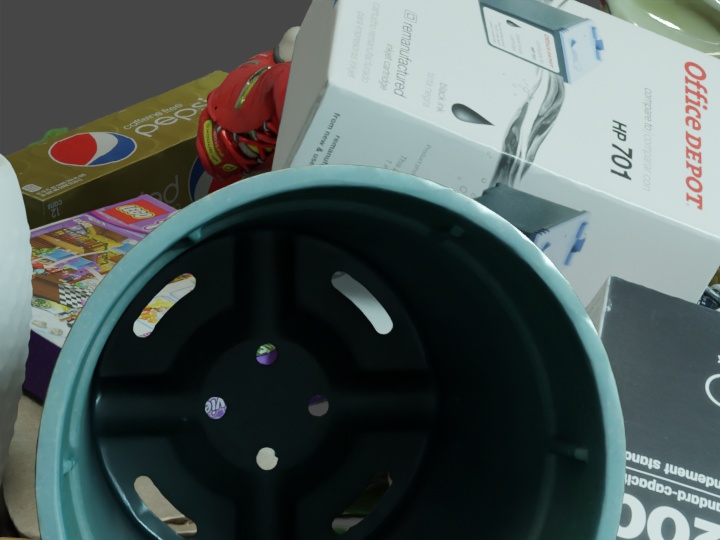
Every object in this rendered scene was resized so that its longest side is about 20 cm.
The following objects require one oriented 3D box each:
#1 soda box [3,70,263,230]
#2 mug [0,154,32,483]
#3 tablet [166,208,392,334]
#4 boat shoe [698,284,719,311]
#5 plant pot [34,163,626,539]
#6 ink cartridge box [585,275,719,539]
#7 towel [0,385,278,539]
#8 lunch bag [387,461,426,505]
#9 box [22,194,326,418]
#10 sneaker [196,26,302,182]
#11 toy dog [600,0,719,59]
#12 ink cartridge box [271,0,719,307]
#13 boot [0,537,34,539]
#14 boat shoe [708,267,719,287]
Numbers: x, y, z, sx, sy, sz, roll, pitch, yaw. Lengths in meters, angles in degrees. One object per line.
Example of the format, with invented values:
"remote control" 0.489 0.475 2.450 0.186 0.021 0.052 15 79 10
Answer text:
"soda box" -0.125 -0.051 1.419 0.067 0.065 0.199 19 32 38
"mug" -0.209 0.033 1.054 0.146 0.177 0.200 13 10 -14
"tablet" 0.000 0.000 1.196 0.129 0.014 0.200 -12 27 -23
"boat shoe" 0.159 0.038 1.201 0.198 0.068 0.072 6 26 17
"plant pot" -0.023 0.060 0.920 0.198 0.202 0.196 -6 4 -8
"ink cartridge box" 0.165 0.110 0.934 0.197 0.044 0.201 18 47 -4
"towel" -0.105 0.088 1.159 0.131 0.035 0.200 -6 24 -11
"lunch bag" 0.113 0.106 1.044 0.199 0.083 0.176 18 32 35
"box" -0.104 0.024 1.212 0.136 0.039 0.199 -19 29 -33
"sneaker" -0.043 -0.071 1.288 0.084 0.077 0.200 -27 11 -2
"toy dog" 0.198 -0.134 1.474 0.192 0.141 0.200 9 25 -2
"ink cartridge box" 0.067 -0.062 1.154 0.199 0.086 0.147 19 38 -10
"boot" -0.098 0.163 0.907 0.200 0.071 0.144 16 13 -7
"boat shoe" 0.145 0.003 1.273 0.198 0.071 0.069 7 28 22
